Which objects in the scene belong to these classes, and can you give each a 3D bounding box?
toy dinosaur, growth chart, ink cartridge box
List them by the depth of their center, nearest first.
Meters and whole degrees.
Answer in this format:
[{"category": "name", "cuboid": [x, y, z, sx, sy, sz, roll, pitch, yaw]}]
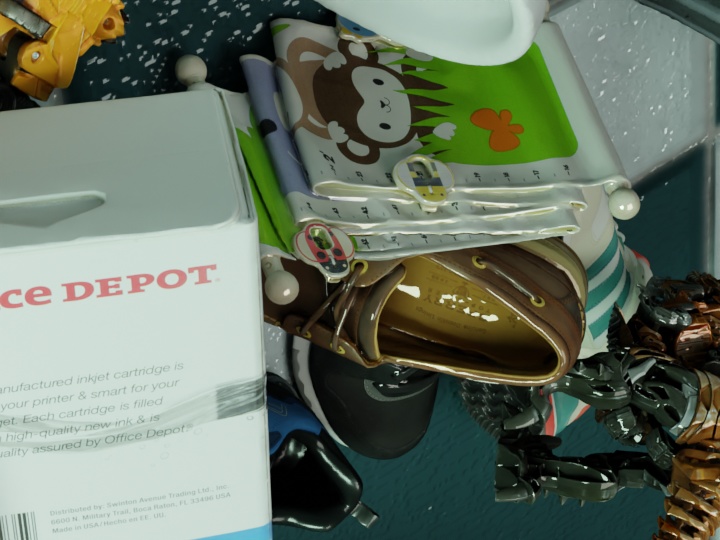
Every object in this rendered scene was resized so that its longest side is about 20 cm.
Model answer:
[{"category": "ink cartridge box", "cuboid": [-0.111, 0.040, 0.971, 0.145, 0.084, 0.200, -7, 132, -7]}, {"category": "growth chart", "cuboid": [0.020, -0.059, 1.085, 0.200, 0.145, 0.018, -12, 148, -30]}, {"category": "toy dinosaur", "cuboid": [0.130, 0.062, 1.161, 0.200, 0.135, 0.102, -77, 172, -73]}]

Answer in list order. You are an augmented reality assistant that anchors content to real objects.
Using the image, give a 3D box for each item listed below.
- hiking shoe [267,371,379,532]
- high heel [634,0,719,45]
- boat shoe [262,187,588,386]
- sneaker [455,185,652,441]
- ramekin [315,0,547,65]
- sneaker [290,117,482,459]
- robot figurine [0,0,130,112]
[{"category": "hiking shoe", "cuboid": [-0.076, 0.066, 1.106, 0.200, 0.087, 0.074, 12, 107, -48]}, {"category": "high heel", "cuboid": [0.247, -0.137, 1.246, 0.200, 0.143, 0.072, -25, 131, -31]}, {"category": "boat shoe", "cuboid": [0.000, 0.001, 1.081, 0.200, 0.068, 0.072, 15, 118, -6]}, {"category": "sneaker", "cuboid": [0.098, -0.008, 1.250, 0.093, 0.070, 0.200, -32, 137, -35]}, {"category": "ramekin", "cuboid": [0.003, -0.173, 0.948, 0.098, 0.200, 0.200, -56, 141, -12]}, {"category": "sneaker", "cuboid": [0.022, 0.016, 1.168, 0.076, 0.088, 0.200, -26, 132, -31]}, {"category": "robot figurine", "cuboid": [-0.155, -0.130, 0.921, 0.200, 0.058, 0.145, 31, 93, -49]}]
